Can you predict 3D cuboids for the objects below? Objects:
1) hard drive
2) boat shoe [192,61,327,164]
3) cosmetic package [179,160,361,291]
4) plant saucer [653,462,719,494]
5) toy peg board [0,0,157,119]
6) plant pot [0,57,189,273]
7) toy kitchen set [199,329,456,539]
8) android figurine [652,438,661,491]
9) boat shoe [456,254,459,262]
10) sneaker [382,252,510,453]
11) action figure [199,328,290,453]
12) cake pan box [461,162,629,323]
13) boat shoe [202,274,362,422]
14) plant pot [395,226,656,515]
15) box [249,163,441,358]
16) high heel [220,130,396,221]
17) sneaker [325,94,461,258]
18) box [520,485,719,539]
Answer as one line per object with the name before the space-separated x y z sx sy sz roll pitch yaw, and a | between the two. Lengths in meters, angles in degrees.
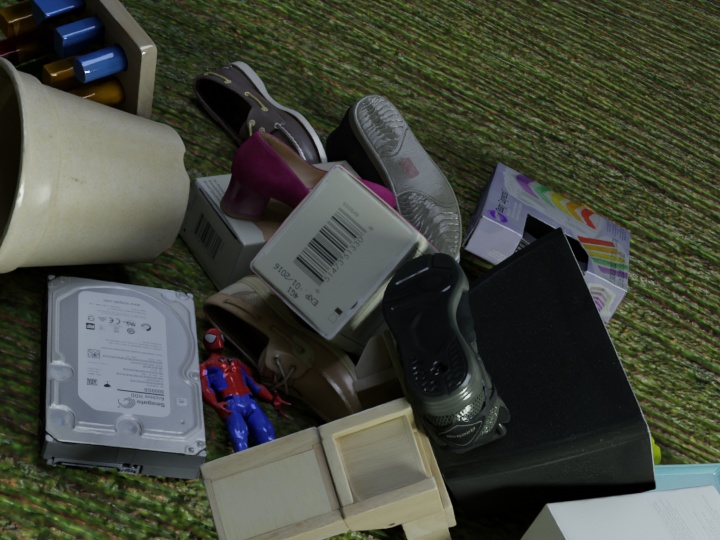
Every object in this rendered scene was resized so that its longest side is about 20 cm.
hard drive | -0.210 0.090 1.318 0.139 0.038 0.200 9 42 -17
boat shoe | -0.111 -0.159 1.656 0.059 0.072 0.200 -17 52 -36
cosmetic package | -0.076 -0.048 1.544 0.200 0.071 0.105 -12 52 -41
plant saucer | 0.300 0.224 1.457 0.199 0.019 0.070 6 58 -41
toy peg board | -0.300 -0.195 1.487 0.098 0.200 0.200 -25 60 -29
plant pot | -0.265 -0.080 1.372 0.183 0.201 0.201 7 41 -36
toy kitchen set | -0.032 0.158 1.267 0.180 0.200 0.164 -18 67 0
android figurine | 0.221 0.189 1.480 0.182 0.041 0.200 35 38 9
boat shoe | 0.060 -0.083 1.673 0.071 0.070 0.200 1 45 -32
sneaker | 0.071 0.075 1.249 0.076 0.114 0.200 -18 38 4
action figure | -0.104 0.129 1.342 0.065 0.052 0.200 -4 45 -29
cake pan box | 0.214 -0.033 1.701 0.184 0.052 0.200 27 25 1
boat shoe | -0.068 0.087 1.399 0.064 0.071 0.200 -26 55 -38
plant pot | 0.142 0.112 1.342 0.177 0.200 0.201 -20 65 3
box | 0.000 0.000 1.415 0.109 0.128 0.200 41 1 18
high heel | -0.038 -0.094 1.482 0.199 0.096 0.067 5 44 -28
sneaker | 0.036 -0.085 1.623 0.075 0.106 0.201 -23 84 -26
box | 0.234 0.271 1.321 0.199 0.125 0.098 0 45 -33
